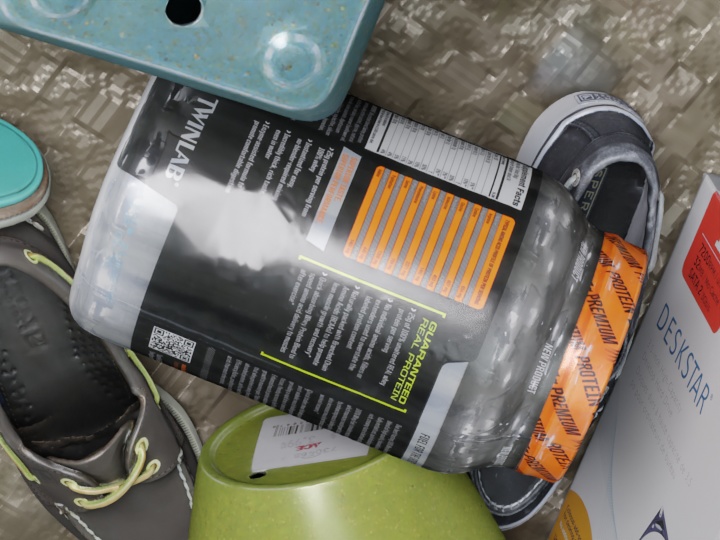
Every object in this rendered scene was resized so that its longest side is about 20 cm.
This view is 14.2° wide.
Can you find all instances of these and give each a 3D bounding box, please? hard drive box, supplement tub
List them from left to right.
[{"bbox_3d":[0.000,0.000,1.099,0.199,0.123,0.123,22,113,0],"label":"supplement tub"},{"bbox_3d":[0.156,0.087,1.186,0.076,0.156,0.201,14,113,-17],"label":"hard drive box"}]

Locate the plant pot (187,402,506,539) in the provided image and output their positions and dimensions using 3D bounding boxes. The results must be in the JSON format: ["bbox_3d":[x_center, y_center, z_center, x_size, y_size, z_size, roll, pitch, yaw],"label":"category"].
[{"bbox_3d":[-0.001,0.156,1.189,0.186,0.187,0.201,-15,111,-3],"label":"plant pot"}]

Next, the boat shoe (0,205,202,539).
[{"bbox_3d":[-0.115,0.060,1.171,0.071,0.061,0.202,-27,119,3],"label":"boat shoe"}]

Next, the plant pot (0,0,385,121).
[{"bbox_3d":[-0.058,-0.157,0.989,0.195,0.200,0.197,16,114,-19],"label":"plant pot"}]

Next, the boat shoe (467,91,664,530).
[{"bbox_3d":[0.080,0.029,1.189,0.071,0.068,0.201,12,115,-17],"label":"boat shoe"}]

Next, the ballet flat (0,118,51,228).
[{"bbox_3d":[-0.220,-0.036,1.109,0.199,0.068,0.064,6,144,-13],"label":"ballet flat"}]
